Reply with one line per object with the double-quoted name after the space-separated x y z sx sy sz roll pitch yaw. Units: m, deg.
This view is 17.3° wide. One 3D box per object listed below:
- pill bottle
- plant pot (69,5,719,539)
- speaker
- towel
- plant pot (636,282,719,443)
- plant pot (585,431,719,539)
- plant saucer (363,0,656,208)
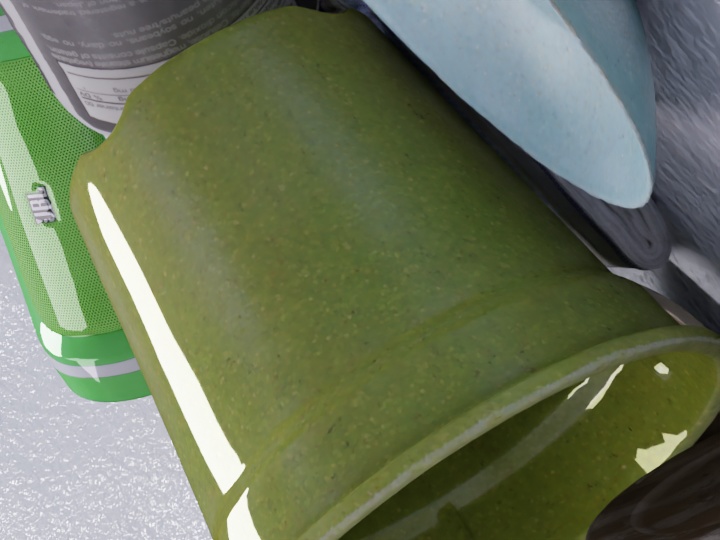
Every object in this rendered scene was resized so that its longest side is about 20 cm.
-0.080 -0.118 0.877 0.114 0.114 0.200 43 168 32 "pill bottle"
-0.004 0.016 0.825 0.184 0.200 0.200 55 178 21 "plant pot"
-0.122 -0.046 1.025 0.088 0.088 0.200 37 146 61 "speaker"
0.044 -0.060 0.903 0.147 0.024 0.200 48 175 -9 "towel"
0.103 0.106 0.983 0.187 0.187 0.200 44 -172 22 "plant pot"
0.159 0.136 0.734 0.174 0.200 0.200 65 172 -7 "plant pot"
0.024 -0.103 0.674 0.201 0.039 0.201 47 175 6 "plant saucer"
